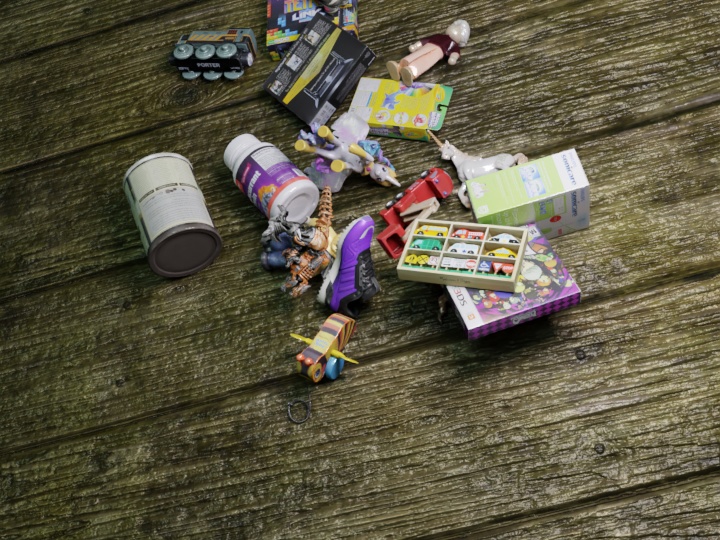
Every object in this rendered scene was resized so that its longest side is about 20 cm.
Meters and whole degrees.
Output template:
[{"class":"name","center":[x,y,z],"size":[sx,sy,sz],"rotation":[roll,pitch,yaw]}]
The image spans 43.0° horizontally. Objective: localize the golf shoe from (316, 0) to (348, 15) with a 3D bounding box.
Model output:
[{"class":"golf shoe","center":[-0.106,-0.633,1.970],"size":[0.200,0.088,0.077],"rotation":[36,77,29]}]

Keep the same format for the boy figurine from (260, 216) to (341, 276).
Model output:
[{"class":"boy figurine","center":[-0.088,-0.045,1.731],"size":[0.199,0.064,0.125],"rotation":[-4,69,11]}]

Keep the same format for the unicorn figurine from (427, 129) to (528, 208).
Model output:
[{"class":"unicorn figurine","center":[0.224,-0.189,1.732],"size":[0.199,0.074,0.138],"rotation":[2,53,-1]}]

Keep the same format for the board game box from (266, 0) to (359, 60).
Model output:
[{"class":"board game box","center":[-0.105,-0.557,2.010],"size":[0.199,0.057,0.166],"rotation":[-8,62,10]}]

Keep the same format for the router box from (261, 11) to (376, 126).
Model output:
[{"class":"router box","center":[-0.087,-0.412,1.897],"size":[0.157,0.052,0.200],"rotation":[42,97,26]}]

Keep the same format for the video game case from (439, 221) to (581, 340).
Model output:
[{"class":"video game case","center":[0.239,0.014,1.532],"size":[0.199,0.036,0.182],"rotation":[-18,47,-5]}]

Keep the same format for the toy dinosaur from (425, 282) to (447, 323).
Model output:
[{"class":"toy dinosaur","center":[0.178,0.003,1.631],"size":[0.135,0.086,0.201],"rotation":[-22,53,0]}]

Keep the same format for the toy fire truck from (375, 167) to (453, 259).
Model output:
[{"class":"toy fire truck","center":[0.101,-0.111,1.682],"size":[0.200,0.049,0.141],"rotation":[-41,20,-9]}]

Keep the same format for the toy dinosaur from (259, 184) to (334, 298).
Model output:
[{"class":"toy dinosaur","center":[-0.104,-0.056,1.671],"size":[0.135,0.102,0.201],"rotation":[24,70,1]}]

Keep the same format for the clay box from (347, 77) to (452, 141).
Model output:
[{"class":"clay box","center":[0.081,-0.325,1.845],"size":[0.199,0.048,0.115],"rotation":[10,64,18]}]

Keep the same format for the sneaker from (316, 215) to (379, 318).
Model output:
[{"class":"sneaker","center":[0.000,0.000,1.640],"size":[0.099,0.201,0.069],"rotation":[36,32,23]}]

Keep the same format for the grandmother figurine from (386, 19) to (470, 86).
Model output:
[{"class":"grandmother figurine","center":[0.153,-0.449,1.865],"size":[0.121,0.061,0.200],"rotation":[36,63,27]}]

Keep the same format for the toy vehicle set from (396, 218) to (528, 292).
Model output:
[{"class":"toy vehicle set","center":[0.173,-0.028,1.541],"size":[0.199,0.027,0.125],"rotation":[6,48,18]}]

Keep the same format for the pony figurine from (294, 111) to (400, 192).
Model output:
[{"class":"pony figurine","center":[-0.033,-0.219,1.750],"size":[0.193,0.200,0.167],"rotation":[32,99,32]}]

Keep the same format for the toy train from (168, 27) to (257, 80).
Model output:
[{"class":"toy train","center":[-0.322,-0.482,2.017],"size":[0.199,0.085,0.114],"rotation":[4,52,18]}]

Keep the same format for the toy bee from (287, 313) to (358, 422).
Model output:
[{"class":"toy bee","center":[-0.068,0.155,1.598],"size":[0.130,0.109,0.201],"rotation":[1,63,13]}]

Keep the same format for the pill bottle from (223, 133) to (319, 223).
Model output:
[{"class":"pill bottle","center":[-0.181,-0.181,1.800],"size":[0.111,0.112,0.200],"rotation":[-41,60,-9]}]

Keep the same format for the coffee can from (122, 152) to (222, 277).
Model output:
[{"class":"coffee can","center":[-0.370,-0.110,1.790],"size":[0.146,0.147,0.201],"rotation":[-26,60,0]}]

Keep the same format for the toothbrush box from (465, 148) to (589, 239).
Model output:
[{"class":"toothbrush box","center":[0.299,-0.117,1.624],"size":[0.199,0.146,0.086],"rotation":[-17,59,4]}]
